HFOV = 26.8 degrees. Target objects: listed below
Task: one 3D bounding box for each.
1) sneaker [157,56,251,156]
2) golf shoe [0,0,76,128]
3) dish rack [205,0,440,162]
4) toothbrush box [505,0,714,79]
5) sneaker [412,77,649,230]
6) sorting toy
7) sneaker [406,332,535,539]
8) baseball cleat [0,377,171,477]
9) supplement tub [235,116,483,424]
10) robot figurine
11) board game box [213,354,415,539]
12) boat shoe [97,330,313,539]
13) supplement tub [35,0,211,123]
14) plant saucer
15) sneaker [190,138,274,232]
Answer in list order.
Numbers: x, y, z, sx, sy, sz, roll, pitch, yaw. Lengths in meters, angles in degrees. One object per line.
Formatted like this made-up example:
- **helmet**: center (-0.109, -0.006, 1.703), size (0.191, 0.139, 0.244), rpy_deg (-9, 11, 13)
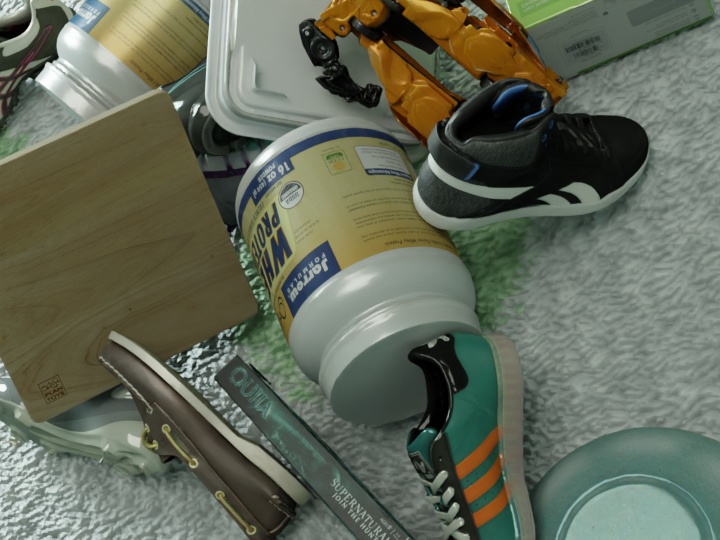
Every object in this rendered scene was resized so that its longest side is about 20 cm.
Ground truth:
- **sneaker**: center (-0.085, -0.168, 1.253), size (0.079, 0.076, 0.200), rpy_deg (27, 45, 33)
- **golf shoe**: center (-0.355, -0.192, 1.438), size (0.200, 0.088, 0.077), rpy_deg (-40, 56, 4)
- **dish rack**: center (-0.020, -0.182, 1.203), size (0.044, 0.200, 0.172), rpy_deg (159, 116, -65)
- **toothbrush box**: center (0.181, -0.272, 1.221), size (0.145, 0.086, 0.200), rpy_deg (-22, 58, 15)
- **sneaker**: center (0.140, -0.093, 1.084), size (0.200, 0.112, 0.073), rpy_deg (-17, 61, -24)
- **sorting toy**: center (-0.211, -0.017, 1.187), size (0.200, 0.199, 0.070), rpy_deg (-27, 23, -13)
- **sneaker**: center (0.068, 0.143, 1.036), size (0.080, 0.071, 0.200), rpy_deg (1, 79, -21)
- **baseball cleat**: center (-0.220, 0.107, 1.240), size (0.200, 0.070, 0.107), rpy_deg (16, 59, 26)
- **supplement tub**: center (0.000, 0.000, 1.131), size (0.144, 0.144, 0.200), rpy_deg (-31, 55, 8)
- **robot figurine**: center (0.052, -0.167, 1.152), size (0.200, 0.058, 0.145), rpy_deg (41, 111, -4)
- **board game box**: center (-0.013, 0.153, 1.064), size (0.028, 0.135, 0.200), rpy_deg (-43, 55, -4)
- **boat shoe**: center (-0.129, 0.126, 1.143), size (0.200, 0.072, 0.060), rpy_deg (40, 85, 8)
- **supplement tub**: center (-0.171, -0.200, 1.316), size (0.145, 0.145, 0.200), rpy_deg (37, 84, 35)
- **plant saucer**: center (0.186, 0.193, 1.006), size (0.201, 0.039, 0.201), rpy_deg (-11, 61, 21)
- **sneaker**: center (-0.085, -0.080, 1.274), size (0.200, 0.088, 0.074), rpy_deg (-8, 32, -1)
